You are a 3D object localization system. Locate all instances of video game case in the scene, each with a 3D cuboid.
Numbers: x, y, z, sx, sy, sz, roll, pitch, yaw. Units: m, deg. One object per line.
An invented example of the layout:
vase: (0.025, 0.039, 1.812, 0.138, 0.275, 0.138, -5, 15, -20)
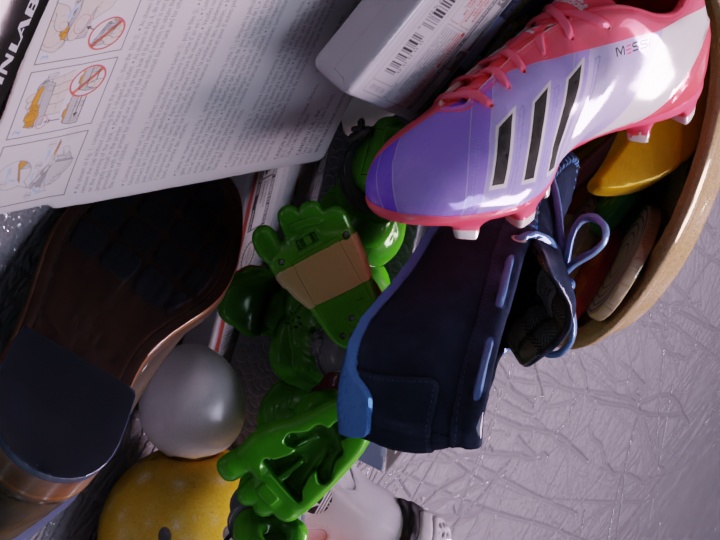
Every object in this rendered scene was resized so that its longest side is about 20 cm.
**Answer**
video game case: (0.078, -0.140, 0.954, 0.200, 0.023, 0.182, -51, 163, 9)
video game case: (-0.021, -0.024, 1.181, 0.200, 0.017, 0.144, -31, 140, -57)

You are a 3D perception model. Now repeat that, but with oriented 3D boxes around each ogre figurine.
ogre figurine: (-0.014, 0.032, 1.039, 0.120, 0.097, 0.201, -75, 163, -82)

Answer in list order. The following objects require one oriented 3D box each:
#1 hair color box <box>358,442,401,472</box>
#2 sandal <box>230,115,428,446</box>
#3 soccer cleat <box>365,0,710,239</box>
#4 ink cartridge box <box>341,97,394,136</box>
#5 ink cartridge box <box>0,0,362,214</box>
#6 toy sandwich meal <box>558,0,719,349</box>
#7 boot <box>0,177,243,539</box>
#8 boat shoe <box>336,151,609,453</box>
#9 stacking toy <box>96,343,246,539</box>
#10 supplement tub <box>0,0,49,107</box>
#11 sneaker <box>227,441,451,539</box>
hair color box: (0.041, 0.001, 1.252, 0.200, 0.060, 0.099, -47, 153, -44)
sandal: (0.001, 0.000, 1.128, 0.201, 0.076, 0.043, -67, 163, 4)
soccer cleat: (0.071, -0.074, 0.961, 0.200, 0.066, 0.077, -26, 125, -42)
ink cartridge box: (0.015, -0.155, 0.997, 0.117, 0.067, 0.200, -28, 149, -10)
ink cartridge box: (-0.073, -0.095, 0.877, 0.199, 0.050, 0.161, -11, 144, -36)
toy sandwich meal: (0.109, -0.064, 1.149, 0.205, 0.070, 0.206, -161, -90, -73)
boot: (-0.115, 0.033, 0.982, 0.097, 0.075, 0.200, -49, -172, 42)
boat shoe: (0.056, 0.017, 0.984, 0.200, 0.068, 0.084, -56, 156, -44)
stacking toy: (-0.080, 0.131, 1.108, 0.146, 0.145, 0.201, -28, 119, -59)
supplement tub: (-0.147, -0.082, 0.660, 0.201, 0.122, 0.122, -65, 160, 0)
sneaker: (-0.036, 0.125, 1.236, 0.075, 0.115, 0.200, -56, -168, -18)
